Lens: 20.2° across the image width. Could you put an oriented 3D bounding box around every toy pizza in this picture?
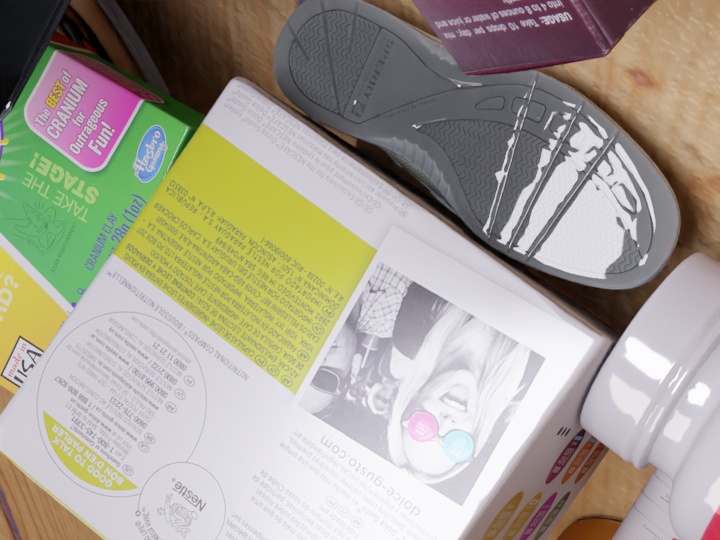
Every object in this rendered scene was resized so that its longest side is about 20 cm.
[{"bbox_3d":[-0.146,-0.091,1.105,0.200,0.032,0.200,51,161,26],"label":"toy pizza"}]

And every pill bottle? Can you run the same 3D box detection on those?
[{"bbox_3d":[0.194,0.085,0.816,0.200,0.120,0.120,35,156,17],"label":"pill bottle"}]

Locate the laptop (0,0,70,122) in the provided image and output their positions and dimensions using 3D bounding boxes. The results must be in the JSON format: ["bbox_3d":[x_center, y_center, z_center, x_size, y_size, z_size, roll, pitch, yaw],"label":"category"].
[{"bbox_3d":[-0.102,-0.121,0.811,0.177,0.200,0.103,9,105,51],"label":"laptop"}]

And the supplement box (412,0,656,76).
[{"bbox_3d":[0.034,-0.174,0.643,0.200,0.110,0.086,52,156,-20],"label":"supplement box"}]

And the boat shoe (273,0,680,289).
[{"bbox_3d":[0.054,-0.057,0.876,0.202,0.075,0.065,29,-172,24],"label":"boat shoe"}]

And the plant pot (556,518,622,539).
[{"bbox_3d":[0.141,0.275,1.143,0.200,0.183,0.200,35,156,18],"label":"plant pot"}]

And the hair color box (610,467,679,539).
[{"bbox_3d":[0.184,0.128,0.979,0.101,0.061,0.200,38,157,12],"label":"hair color box"}]

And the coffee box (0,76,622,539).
[{"bbox_3d":[-0.008,0.062,0.919,0.200,0.198,0.200,36,-176,17],"label":"coffee box"}]

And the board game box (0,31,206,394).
[{"bbox_3d":[-0.182,-0.046,0.945,0.200,0.153,0.040,30,-168,17],"label":"board game box"}]
